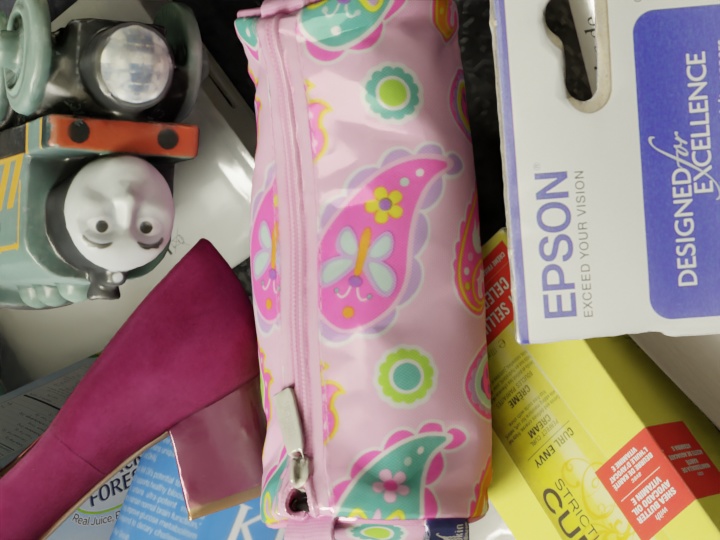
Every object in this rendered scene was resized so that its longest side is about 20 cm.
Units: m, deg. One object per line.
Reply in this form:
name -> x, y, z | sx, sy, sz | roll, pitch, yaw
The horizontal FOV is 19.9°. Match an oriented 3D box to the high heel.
high heel -> -0.129, 0.060, 0.748 | 0.199, 0.067, 0.097 | -18, 97, -12

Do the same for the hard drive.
hard drive -> -0.132, -0.030, 0.923 | 0.199, 0.026, 0.132 | -33, 96, 30

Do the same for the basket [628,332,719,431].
basket -> 0.172, 0.016, 0.718 | 0.200, 0.180, 0.136 | 43, 96, 0

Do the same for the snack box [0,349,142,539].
snack box -> -0.119, 0.132, 0.884 | 0.067, 0.199, 0.170 | 15, 118, 40

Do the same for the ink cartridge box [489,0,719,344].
ink cartridge box -> 0.139, -0.083, 0.619 | 0.198, 0.047, 0.199 | -3, 99, 8

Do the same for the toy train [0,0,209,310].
toy train -> -0.118, -0.043, 0.803 | 0.200, 0.085, 0.115 | -4, 85, 64

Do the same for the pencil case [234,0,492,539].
pencil case -> 0.000, 0.000, 0.731 | 0.087, 0.087, 0.202 | -3, 87, 23

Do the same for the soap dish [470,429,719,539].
soap dish -> 0.102, 0.113, 0.856 | 0.157, 0.081, 0.200 | 39, 120, 3

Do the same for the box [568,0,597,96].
box -> 0.091, -0.144, 0.774 | 0.038, 0.041, 0.201 | -9, 109, 23

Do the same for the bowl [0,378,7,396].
bowl -> -0.235, 0.074, 0.946 | 0.200, 0.105, 0.202 | 26, 136, 27

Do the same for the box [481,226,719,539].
box -> 0.096, 0.082, 0.740 | 0.075, 0.050, 0.201 | -46, 63, 29

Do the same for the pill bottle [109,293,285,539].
pill bottle -> -0.031, 0.079, 0.832 | 0.112, 0.112, 0.201 | 18, 82, 14
